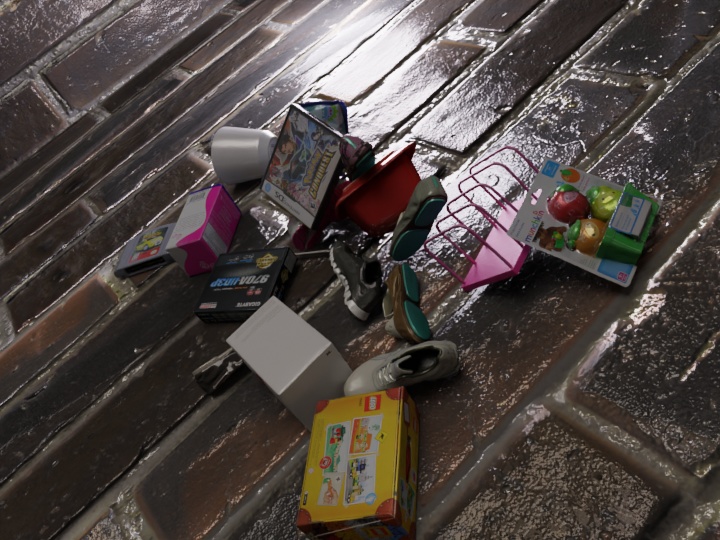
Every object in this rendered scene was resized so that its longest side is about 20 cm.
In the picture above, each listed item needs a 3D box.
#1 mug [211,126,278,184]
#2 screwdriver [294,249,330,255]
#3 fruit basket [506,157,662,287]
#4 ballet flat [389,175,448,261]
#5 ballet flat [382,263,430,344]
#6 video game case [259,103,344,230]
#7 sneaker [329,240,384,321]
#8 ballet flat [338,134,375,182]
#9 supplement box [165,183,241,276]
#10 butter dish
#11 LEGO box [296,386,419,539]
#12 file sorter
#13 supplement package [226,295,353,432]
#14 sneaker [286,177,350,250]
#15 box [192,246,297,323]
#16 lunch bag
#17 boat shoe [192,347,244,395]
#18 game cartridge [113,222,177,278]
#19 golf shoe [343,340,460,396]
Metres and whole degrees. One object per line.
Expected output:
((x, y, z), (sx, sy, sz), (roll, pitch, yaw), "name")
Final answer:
((-0.281, -0.319, 1.709), (0.152, 0.150, 0.188), (0, 55, 23), "mug")
((-0.149, -0.037, 1.406), (0.198, 0.029, 0.028), (-9, 44, 34), "screwdriver")
((0.357, -0.088, 1.028), (0.199, 0.094, 0.186), (28, 62, 12), "fruit basket")
((0.103, -0.097, 1.199), (0.067, 0.201, 0.064), (0, 56, -23), "ballet flat")
((0.072, 0.070, 1.133), (0.072, 0.068, 0.201), (-40, 35, 23), "ballet flat")
((-0.117, -0.216, 1.354), (0.180, 0.025, 0.201), (38, 115, 30), "video game case")
((0.000, 0.000, 1.229), (0.090, 0.066, 0.201), (-43, 39, 20), "sneaker")
((-0.011, -0.218, 1.231), (0.069, 0.071, 0.200), (-41, -4, -1), "ballet flat")
((-0.374, -0.099, 1.569), (0.100, 0.104, 0.201), (-12, 42, 22), "supplement box")
((0.060, -0.130, 1.289), (0.199, 0.148, 0.199), (-38, -4, -3), "butter dish")
((0.002, 0.281, 0.939), (0.147, 0.077, 0.201), (-14, 42, 22), "LEGO box")
((0.218, -0.091, 1.106), (0.201, 0.125, 0.139), (-57, 15, -27), "file sorter")
((-0.117, 0.156, 1.115), (0.120, 0.122, 0.199), (-43, 39, -14), "supplement package")
((-0.090, -0.138, 1.435), (0.200, 0.082, 0.088), (-41, 41, -11), "sneaker")
((-0.243, 0.031, 1.380), (0.198, 0.046, 0.160), (-4, 52, 31), "box")
((-0.088, -0.298, 1.487), (0.126, 0.172, 0.200), (-5, 12, -3), "lunch bag")
((-0.224, 0.163, 1.244), (0.199, 0.057, 0.067), (-33, 3, -6), "boat shoe")
((-0.540, -0.057, 1.690), (0.198, 0.041, 0.134), (-16, 38, 19), "game cartridge")
((0.053, 0.153, 1.012), (0.198, 0.097, 0.079), (-25, 69, 13), "golf shoe")
